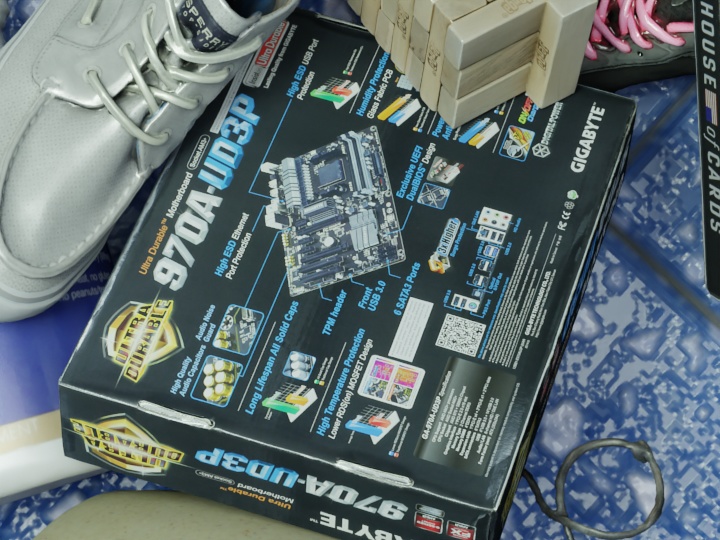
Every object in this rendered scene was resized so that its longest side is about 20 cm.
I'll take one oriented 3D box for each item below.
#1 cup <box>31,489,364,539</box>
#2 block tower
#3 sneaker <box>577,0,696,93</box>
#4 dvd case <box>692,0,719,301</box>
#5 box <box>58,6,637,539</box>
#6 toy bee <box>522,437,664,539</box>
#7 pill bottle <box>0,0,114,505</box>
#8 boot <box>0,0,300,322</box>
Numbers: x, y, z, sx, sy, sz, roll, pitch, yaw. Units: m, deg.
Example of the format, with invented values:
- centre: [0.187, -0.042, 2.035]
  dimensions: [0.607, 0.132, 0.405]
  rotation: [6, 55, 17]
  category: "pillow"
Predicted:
- centre: [-0.061, 0.160, 0.974]
  dimensions: [0.143, 0.200, 0.201]
  rotation: [33, 85, 28]
  category: "cup"
- centre: [0.006, -0.141, 1.007]
  dimensions: [0.058, 0.054, 0.200]
  rotation: [-28, 63, -23]
  category: "block tower"
- centre: [0.113, -0.103, 1.032]
  dimensions: [0.199, 0.095, 0.080]
  rotation: [-9, 89, -2]
  category: "sneaker"
- centre: [0.214, -0.083, 1.006]
  dimensions: [0.199, 0.025, 0.151]
  rotation: [-17, 116, -22]
  category: "dvd case"
- centre: [0.000, 0.000, 0.968]
  dimensions: [0.158, 0.046, 0.201]
  rotation: [15, 52, 9]
  category: "box"
- centre: [0.016, 0.061, 1.020]
  dimensions: [0.130, 0.109, 0.201]
  rotation: [-17, 56, -16]
  category: "toy bee"
- centre: [-0.155, -0.012, 1.005]
  dimensions: [0.115, 0.116, 0.201]
  rotation: [-17, 86, -3]
  category: "pill bottle"
- centre: [-0.079, -0.076, 0.947]
  dimensions: [0.073, 0.095, 0.201]
  rotation: [38, 55, -25]
  category: "boot"
